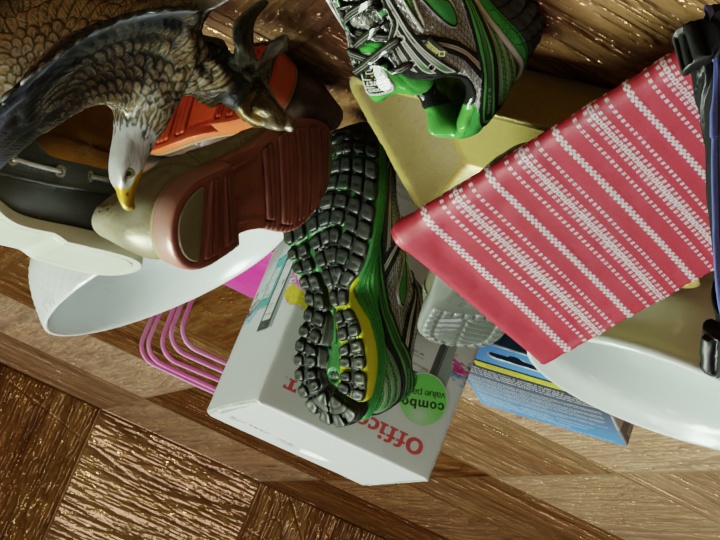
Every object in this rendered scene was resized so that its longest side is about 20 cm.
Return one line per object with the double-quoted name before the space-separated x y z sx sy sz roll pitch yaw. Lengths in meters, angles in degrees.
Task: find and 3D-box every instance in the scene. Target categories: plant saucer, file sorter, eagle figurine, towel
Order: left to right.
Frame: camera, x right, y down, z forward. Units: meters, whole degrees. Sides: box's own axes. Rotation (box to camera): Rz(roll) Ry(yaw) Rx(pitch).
"eagle figurine" -0.138 -0.107 0.907 0.199 0.152 0.152 6 149 -31
"file sorter" -0.118 0.047 1.590 0.138 0.126 0.200 25 165 -13
"plant saucer" 0.112 -0.068 1.020 0.199 0.049 0.200 17 163 21
"towel" 0.133 -0.031 0.906 0.200 0.023 0.145 -31 129 26

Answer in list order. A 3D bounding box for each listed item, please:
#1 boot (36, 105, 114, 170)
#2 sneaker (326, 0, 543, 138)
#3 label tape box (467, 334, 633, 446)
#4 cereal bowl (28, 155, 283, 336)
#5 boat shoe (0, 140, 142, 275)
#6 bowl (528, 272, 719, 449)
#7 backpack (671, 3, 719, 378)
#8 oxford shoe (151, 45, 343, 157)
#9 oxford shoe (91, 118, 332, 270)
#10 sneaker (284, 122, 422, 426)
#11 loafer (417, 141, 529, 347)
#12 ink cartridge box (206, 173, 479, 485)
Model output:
"boot" -0.223 -0.057 1.032 0.144 0.201 0.071 23 -158 -40
"sneaker" 0.018 -0.136 0.848 0.078 0.086 0.200 5 157 48
"label tape box" 0.156 0.076 1.422 0.143 0.066 0.200 16 162 22
"cereal bowl" -0.156 -0.031 1.235 0.084 0.199 0.200 64 170 11
"boat shoe" -0.209 -0.052 0.975 0.199 0.062 0.073 22 156 -39
"bowl" 0.223 0.049 1.157 0.200 0.091 0.201 20 165 6
"backpack" 0.235 -0.023 0.755 0.146 0.184 0.200 -8 163 21
"oxford shoe" -0.092 -0.102 1.155 0.072 0.072 0.200 26 165 -34
"oxford shoe" -0.084 -0.056 1.022 0.073 0.071 0.200 9 -162 28
"sneaker" 0.000 0.000 1.144 0.078 0.201 0.085 8 -169 38
"loafer" 0.077 -0.024 0.995 0.075 0.070 0.200 10 150 -13
"ink cartridge box" 0.000 0.043 1.267 0.146 0.201 0.146 26 165 -14
